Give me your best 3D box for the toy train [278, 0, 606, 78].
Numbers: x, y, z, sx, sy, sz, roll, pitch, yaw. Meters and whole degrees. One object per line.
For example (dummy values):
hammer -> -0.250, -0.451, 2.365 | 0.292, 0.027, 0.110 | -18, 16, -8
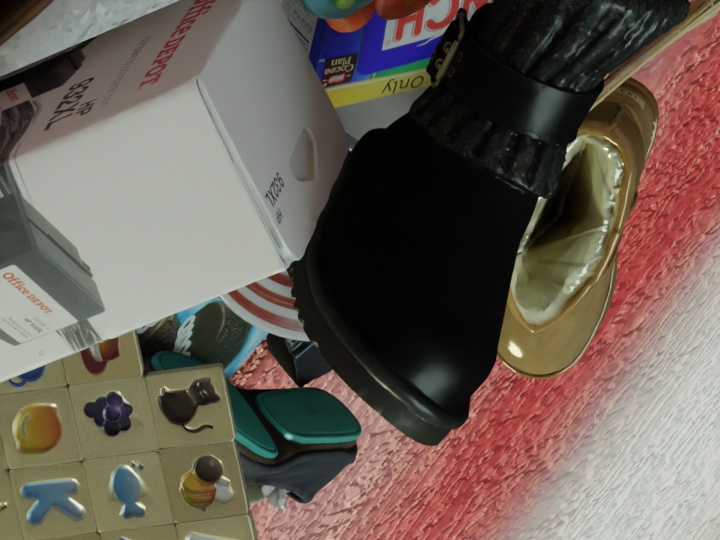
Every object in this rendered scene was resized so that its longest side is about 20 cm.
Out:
toy train -> 0.044, -0.110, 1.098 | 0.200, 0.056, 0.150 | -10, 136, -32

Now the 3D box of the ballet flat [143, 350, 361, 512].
ballet flat -> -0.066, 0.088, 1.312 | 0.073, 0.073, 0.200 | -48, 155, 12

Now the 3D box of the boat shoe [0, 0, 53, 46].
boat shoe -> -0.176, -0.094, 1.019 | 0.200, 0.065, 0.071 | -44, 150, 5

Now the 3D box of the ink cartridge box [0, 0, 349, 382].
ink cartridge box -> -0.118, -0.027, 1.017 | 0.200, 0.084, 0.145 | -21, -162, 16

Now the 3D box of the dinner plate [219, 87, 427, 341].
dinner plate -> -0.002, -0.061, 1.260 | 0.200, 0.024, 0.201 | -15, 119, -29

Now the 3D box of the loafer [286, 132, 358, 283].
loafer -> 0.000, 0.000, 1.222 | 0.200, 0.072, 0.063 | 49, 58, -43

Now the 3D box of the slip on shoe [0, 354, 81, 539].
slip on shoe -> -0.131, 0.107, 1.154 | 0.076, 0.061, 0.200 | -5, 126, -27

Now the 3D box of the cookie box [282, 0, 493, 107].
cookie box -> 0.046, -0.179, 1.136 | 0.171, 0.075, 0.200 | -16, 140, -30

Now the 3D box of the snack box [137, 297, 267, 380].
snack box -> -0.139, 0.075, 1.314 | 0.200, 0.037, 0.116 | -50, 148, 16

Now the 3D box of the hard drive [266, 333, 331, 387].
hard drive -> 0.035, -0.036, 1.370 | 0.200, 0.038, 0.140 | -31, 149, -15

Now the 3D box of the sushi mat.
sushi mat -> 0.092, -0.082, 1.215 | 0.096, 0.012, 0.200 | -16, -166, 36

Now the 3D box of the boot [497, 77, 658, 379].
boot -> 0.093, -0.007, 1.270 | 0.200, 0.066, 0.176 | -56, 161, -73

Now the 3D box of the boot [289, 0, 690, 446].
boot -> 0.052, -0.044, 0.992 | 0.079, 0.211, 0.158 | 36, 116, -19

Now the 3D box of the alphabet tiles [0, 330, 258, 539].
alphabet tiles -> -0.145, 0.099, 1.119 | 0.199, 0.167, 0.006 | -8, -164, 10
